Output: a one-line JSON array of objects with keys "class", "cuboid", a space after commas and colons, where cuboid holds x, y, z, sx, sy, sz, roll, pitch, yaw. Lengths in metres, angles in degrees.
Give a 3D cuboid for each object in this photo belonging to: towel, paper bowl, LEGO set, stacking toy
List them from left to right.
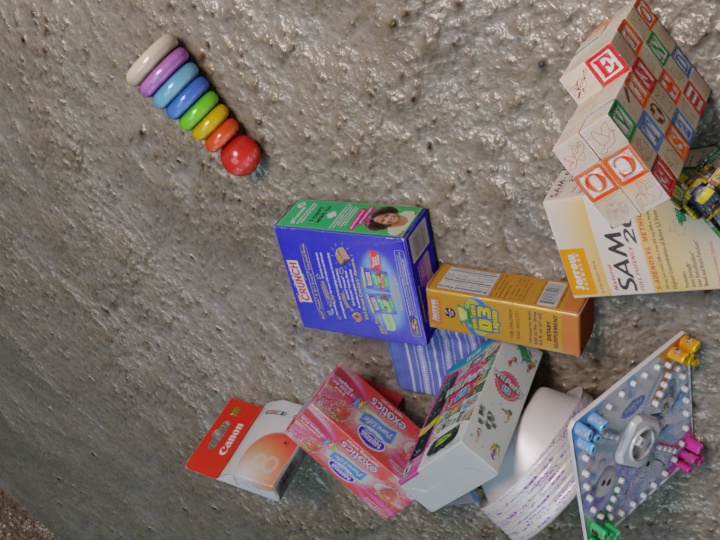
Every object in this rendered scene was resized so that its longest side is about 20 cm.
[{"class": "stacking toy", "cuboid": [-0.206, -0.207, 1.051, 0.200, 0.086, 0.085, 45, 136, -15]}, {"class": "towel", "cuboid": [0.129, 0.131, 1.126, 0.197, 0.024, 0.146, 8, 129, 29]}, {"class": "paper bowl", "cuboid": [0.221, 0.229, 1.011, 0.104, 0.200, 0.201, 42, 137, 8]}, {"class": "LEGO set", "cuboid": [0.371, -0.069, 0.668, 0.199, 0.116, 0.154, -36, 112, 10]}]

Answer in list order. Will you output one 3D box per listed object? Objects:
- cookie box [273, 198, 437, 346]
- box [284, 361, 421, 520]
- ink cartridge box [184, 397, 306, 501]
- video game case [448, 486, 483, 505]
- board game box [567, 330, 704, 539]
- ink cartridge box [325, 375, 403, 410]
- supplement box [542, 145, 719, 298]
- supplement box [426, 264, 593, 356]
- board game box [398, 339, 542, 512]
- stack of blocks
[{"class": "cookie box", "cuboid": [0.000, 0.000, 1.070, 0.197, 0.075, 0.173, 7, 128, 29]}, {"class": "box", "cuboid": [0.005, 0.245, 1.153, 0.199, 0.095, 0.103, 41, 135, -1]}, {"class": "ink cartridge box", "cuboid": [-0.183, 0.284, 1.359, 0.197, 0.163, 0.051, 12, 137, 24]}, {"class": "video game case", "cuboid": [0.159, 0.302, 1.247, 0.199, 0.018, 0.144, -22, 109, 43]}, {"class": "board game box", "cuboid": [0.326, 0.201, 0.928, 0.026, 0.199, 0.202, 28, 142, 50]}, {"class": "ink cartridge box", "cuboid": [-0.003, 0.233, 1.264, 0.115, 0.067, 0.202, 24, 134, 15]}, {"class": "supplement box", "cuboid": [0.305, -0.047, 0.828, 0.198, 0.074, 0.127, -6, 119, 38]}, {"class": "supplement box", "cuboid": [0.182, 0.046, 0.992, 0.198, 0.069, 0.067, 10, 127, 30]}, {"class": "board game box", "cuboid": [0.138, 0.183, 1.007, 0.064, 0.201, 0.148, 38, 136, -5]}, {"class": "stack of blocks", "cuboid": [0.234, -0.145, 0.706, 0.115, 0.200, 0.058, 47, 136, -10]}]
